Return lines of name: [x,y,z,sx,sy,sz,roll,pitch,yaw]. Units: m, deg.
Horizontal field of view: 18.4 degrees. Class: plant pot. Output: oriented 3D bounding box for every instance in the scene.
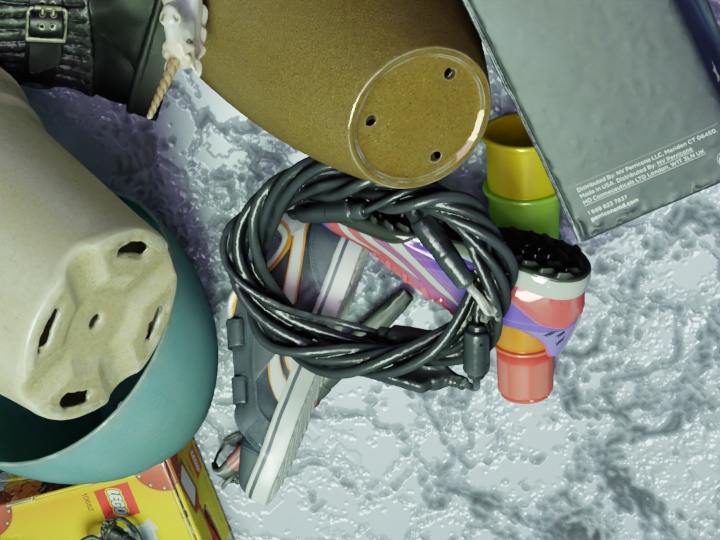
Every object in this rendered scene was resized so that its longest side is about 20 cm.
plant pot: [-0.175,0.063,1.525,0.199,0.201,0.135,-29,143,16]
plant pot: [0.000,-0.139,1.364,0.185,0.200,0.188,-13,126,-19]
plant pot: [-0.222,-0.006,1.401,0.183,0.200,0.202,32,118,28]

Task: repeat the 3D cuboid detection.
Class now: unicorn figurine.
unicorn figurine: [-0.125,-0.211,1.337,0.073,0.201,0.138,-12,135,-23]

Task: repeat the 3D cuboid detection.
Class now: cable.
cable: [0.000,0.000,1.441,0.198,0.051,0.164,18,129,13]

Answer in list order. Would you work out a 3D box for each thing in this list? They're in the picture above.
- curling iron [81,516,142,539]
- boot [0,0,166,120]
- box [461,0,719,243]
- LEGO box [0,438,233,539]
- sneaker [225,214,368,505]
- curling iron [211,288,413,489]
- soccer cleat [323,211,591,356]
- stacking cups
curling iron: [-0.244,0.202,1.575,0.198,0.026,0.050,-3,111,9]
boot: [-0.185,-0.204,1.448,0.156,0.080,0.213,16,115,-3]
box: [0.147,-0.159,1.376,0.122,0.200,0.199,-24,111,15]
LEGO box: [-0.170,0.221,1.638,0.148,0.077,0.202,-15,112,11]
sneaker: [-0.060,0.057,1.535,0.079,0.078,0.202,19,82,5]
curling iron: [-0.038,0.081,1.588,0.026,0.050,0.200,40,106,-14]
soccer cleat: [0.055,-0.003,1.486,0.198,0.068,0.074,19,122,16]
stacking cups: [0.116,-0.006,1.530,0.060,0.061,0.202,-2,118,5]
